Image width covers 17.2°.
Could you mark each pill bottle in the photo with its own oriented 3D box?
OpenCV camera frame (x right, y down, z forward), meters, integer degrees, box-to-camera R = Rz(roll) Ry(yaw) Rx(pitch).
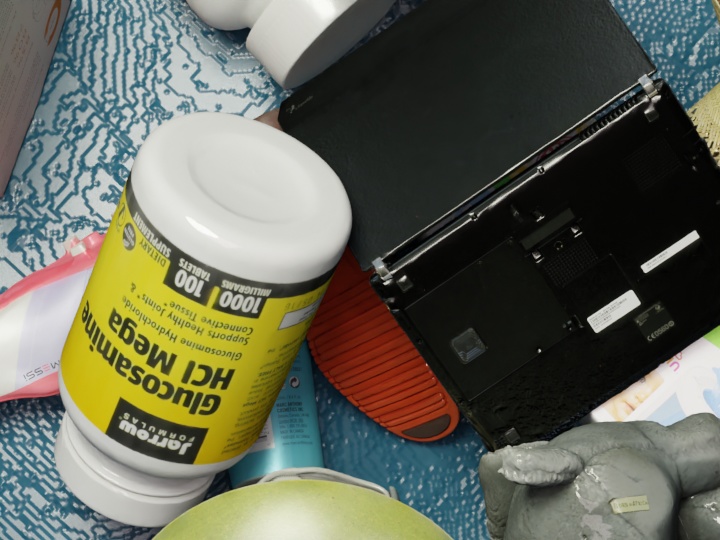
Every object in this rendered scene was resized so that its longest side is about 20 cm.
[{"bbox_3d":[-0.087,0.030,1.200,0.112,0.113,0.201,28,125,5],"label":"pill bottle"},{"bbox_3d":[-0.073,-0.203,1.300,0.109,0.110,0.200,-41,83,-6],"label":"pill bottle"}]

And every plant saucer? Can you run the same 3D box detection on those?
[{"bbox_3d":[-0.029,0.199,1.215,0.198,0.031,0.202,0,119,0],"label":"plant saucer"}]

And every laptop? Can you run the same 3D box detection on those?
[{"bbox_3d":[0.085,-0.039,1.211,0.177,0.103,0.201,-34,109,6],"label":"laptop"}]

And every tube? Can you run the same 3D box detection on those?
[{"bbox_3d":[-0.060,0.018,1.298,0.077,0.050,0.202,-9,76,-2],"label":"tube"}]

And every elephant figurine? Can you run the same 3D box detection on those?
[{"bbox_3d":[0.101,0.155,1.172,0.141,0.200,0.156,-29,87,-40],"label":"elephant figurine"}]

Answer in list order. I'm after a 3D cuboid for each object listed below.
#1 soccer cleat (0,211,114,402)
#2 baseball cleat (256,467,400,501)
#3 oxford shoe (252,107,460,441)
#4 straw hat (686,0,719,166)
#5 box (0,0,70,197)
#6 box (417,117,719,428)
[{"bbox_3d":[-0.150,0.024,1.284,0.199,0.067,0.077,-27,101,3],"label":"soccer cleat"},{"bbox_3d":[-0.074,0.149,1.244,0.198,0.107,0.070,-19,55,-9],"label":"baseball cleat"},{"bbox_3d":[0.000,0.000,1.278,0.071,0.073,0.201,-21,110,31],"label":"oxford shoe"},{"bbox_3d":[0.207,-0.055,1.251,0.085,0.201,0.202,-38,82,15],"label":"straw hat"},{"bbox_3d":[-0.225,-0.129,1.242,0.097,0.200,0.125,17,80,3],"label":"box"},{"bbox_3d":[0.135,0.021,1.266,0.112,0.101,0.200,-43,83,-5],"label":"box"}]
